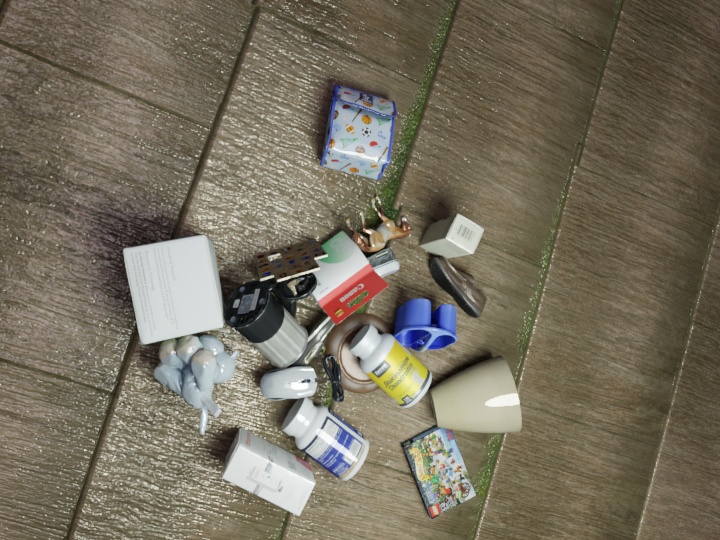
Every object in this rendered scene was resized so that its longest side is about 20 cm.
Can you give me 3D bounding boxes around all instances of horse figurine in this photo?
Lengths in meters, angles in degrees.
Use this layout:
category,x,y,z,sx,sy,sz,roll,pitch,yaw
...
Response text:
category,x,y,z,sx,sy,sz,roll,pitch,yaw
horse figurine,0.041,-0.104,1.292,0.200,0.049,0.134,-43,105,-41

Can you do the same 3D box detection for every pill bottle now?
category,x,y,z,sx,sy,sz,roll,pitch,yaw
pill bottle,-0.085,0.399,1.238,0.199,0.116,0.116,40,81,-8
pill bottle,0.069,0.225,1.243,0.200,0.112,0.112,43,81,-8

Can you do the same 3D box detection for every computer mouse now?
category,x,y,z,sx,sy,sz,roll,pitch,yaw
computer mouse,-0.139,0.261,1.197,0.195,0.044,0.112,-8,79,-1

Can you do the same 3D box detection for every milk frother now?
category,x,y,z,sx,sy,sz,roll,pitch,yaw
milk frother,-0.165,0.103,1.161,0.183,0.197,0.189,-64,143,-24

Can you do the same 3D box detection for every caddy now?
category,x,y,z,sx,sy,sz,roll,pitch,yaw
caddy,0.157,0.147,1.264,0.138,0.200,0.107,13,69,-9

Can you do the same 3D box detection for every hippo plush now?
category,x,y,z,sx,sy,sz,roll,pitch,yaw
hippo plush,-0.336,0.210,1.153,0.200,0.161,0.160,45,117,6

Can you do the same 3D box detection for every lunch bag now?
category,x,y,z,sx,sy,sz,roll,pitch,yaw
lunch bag,-0.003,-0.353,1.279,0.166,0.124,0.204,13,72,-12

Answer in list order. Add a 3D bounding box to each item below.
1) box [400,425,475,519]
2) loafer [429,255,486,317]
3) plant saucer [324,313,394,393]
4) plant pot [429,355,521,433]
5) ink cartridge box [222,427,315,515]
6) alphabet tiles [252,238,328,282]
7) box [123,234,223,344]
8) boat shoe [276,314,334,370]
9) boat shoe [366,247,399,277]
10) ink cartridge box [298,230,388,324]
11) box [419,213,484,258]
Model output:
category,x,y,z,sx,sy,sz,roll,pitch,yaw
box,0.202,0.515,1.337,0.134,0.038,0.204,-22,93,-12
loafer,0.258,0.032,1.353,0.071,0.073,0.201,-46,104,-18
plant saucer,0.008,0.211,1.305,0.196,0.037,0.206,1,88,-13
plant pot,0.279,0.327,1.303,0.195,0.187,0.192,-11,91,2
ink cartridge box,-0.213,0.460,1.192,0.198,0.146,0.084,30,82,-9
alphabet tiles,-0.160,-0.023,1.196,0.164,0.200,0.008,-16,113,-12
box,-0.397,0.037,1.137,0.168,0.199,0.205,-12,92,-12
boat shoe,-0.123,0.193,1.260,0.060,0.072,0.202,42,88,-6
boat shoe,0.000,0.000,1.300,0.196,0.072,0.072,-20,77,-16
ink cartridge box,-0.052,0.012,1.228,0.160,0.200,0.051,-35,137,-11
box,0.221,-0.080,1.275,0.081,0.200,0.069,29,83,-10
